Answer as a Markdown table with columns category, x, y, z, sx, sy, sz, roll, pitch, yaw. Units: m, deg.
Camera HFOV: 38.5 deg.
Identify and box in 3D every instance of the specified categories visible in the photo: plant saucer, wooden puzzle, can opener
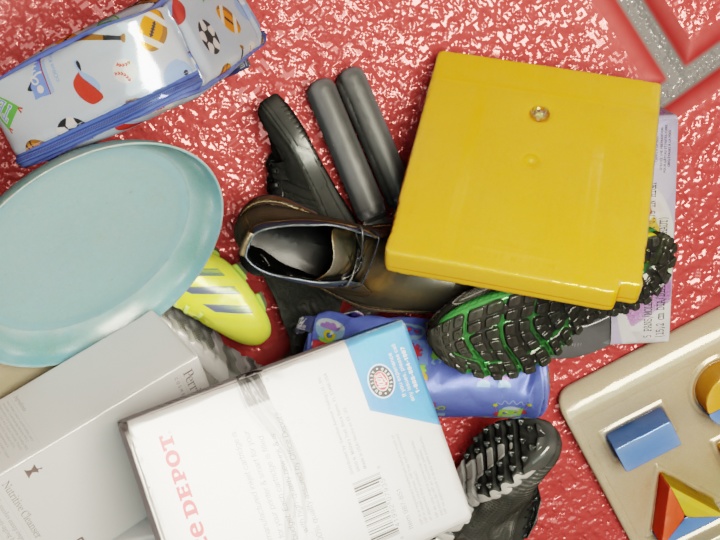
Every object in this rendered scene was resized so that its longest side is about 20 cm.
| category | x | y | z | sx | sy | sz | roll | pitch | yaw |
| --- | --- | --- | --- | --- | --- | --- | --- | --- | --- |
| plant saucer | -0.187 | -0.014 | 0.711 | 0.200 | 0.200 | 0.027 | -49 | 61 | 11 |
| wooden puzzle | 0.297 | 0.154 | 0.907 | 0.185 | 0.046 | 0.201 | -28 | 105 | 7 |
| can opener | 0.012 | -0.061 | 0.832 | 0.053 | 0.067 | 0.201 | -24 | 93 | -14 |

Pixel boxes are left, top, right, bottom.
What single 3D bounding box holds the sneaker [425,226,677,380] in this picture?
| category | x | y | z | sx | sy | sz | roll | pitch | yaw |
| --- | --- | --- | --- | --- | --- | --- | --- | --- | --- |
| sneaker | 0.135 | 0.014 | 0.774 | 0.199 | 0.085 | 0.078 | -23 | 128 | -18 |

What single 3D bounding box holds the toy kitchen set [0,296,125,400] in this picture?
| category | x | y | z | sx | sy | sz | roll | pitch | yaw |
| --- | --- | --- | --- | --- | --- | --- | --- | --- | --- |
| toy kitchen set | -0.299 | 0.049 | 0.822 | 0.163 | 0.180 | 0.201 | -35 | 126 | -26 |

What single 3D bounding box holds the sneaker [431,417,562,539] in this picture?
| category | x | y | z | sx | sy | sz | roll | pitch | yaw |
| --- | --- | --- | --- | --- | --- | --- | --- | --- | --- |
| sneaker | 0.124 | 0.187 | 0.878 | 0.090 | 0.067 | 0.200 | 19 | 136 | -19 |

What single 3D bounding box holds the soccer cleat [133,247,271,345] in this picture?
| category | x | y | z | sx | sy | sz | roll | pitch | yaw |
| --- | --- | --- | --- | --- | --- | --- | --- | --- | --- |
| soccer cleat | -0.159 | 0.000 | 0.821 | 0.200 | 0.084 | 0.065 | 43 | 145 | -8 |

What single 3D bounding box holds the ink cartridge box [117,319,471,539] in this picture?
| category | x | y | z | sx | sy | sz | roll | pitch | yaw |
| --- | --- | --- | --- | --- | --- | --- | --- | --- | --- |
| ink cartridge box | -0.047 | 0.136 | 0.701 | 0.199 | 0.084 | 0.146 | -19 | 90 | -19 |

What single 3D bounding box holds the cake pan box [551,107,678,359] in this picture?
| category | x | y | z | sx | sy | sz | roll | pitch | yaw |
| --- | --- | --- | --- | --- | --- | --- | --- | --- | --- |
| cake pan box | 0.162 | -0.028 | 0.847 | 0.183 | 0.052 | 0.201 | -1 | 107 | 1 |

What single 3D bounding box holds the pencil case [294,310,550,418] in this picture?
| category | x | y | z | sx | sy | sz | roll | pitch | yaw |
| --- | --- | --- | --- | --- | --- | --- | --- | --- | --- |
| pencil case | 0.049 | 0.073 | 0.812 | 0.199 | 0.087 | 0.078 | 2 | 150 | 0 |

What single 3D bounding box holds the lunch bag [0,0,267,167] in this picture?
| category | x | y | z | sx | sy | sz | roll | pitch | yaw |
| --- | --- | --- | --- | --- | --- | --- | --- | --- | --- |
| lunch bag | -0.161 | -0.142 | 0.724 | 0.160 | 0.200 | 0.076 | -21 | 105 | 23 |

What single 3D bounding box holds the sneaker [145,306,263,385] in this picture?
| category | x | y | z | sx | sy | sz | roll | pitch | yaw |
| --- | --- | --- | --- | --- | --- | --- | --- | --- | --- |
| sneaker | -0.146 | 0.085 | 0.856 | 0.200 | 0.075 | 0.082 | 43 | 100 | -13 |

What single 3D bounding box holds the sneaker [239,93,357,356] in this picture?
| category | x | y | z | sx | sy | sz | roll | pitch | yaw |
| --- | --- | --- | --- | --- | --- | --- | --- | --- | --- |
| sneaker | -0.058 | -0.032 | 0.832 | 0.104 | 0.060 | 0.200 | -29 | 110 | 3 |

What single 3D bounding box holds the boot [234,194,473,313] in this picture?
| category | x | y | z | sx | sy | sz | roll | pitch | yaw |
| --- | --- | --- | --- | --- | --- | --- | --- | --- | --- |
| boot | 0.000 | 0.000 | 0.758 | 0.199 | 0.097 | 0.075 | 14 | 102 | -3 |

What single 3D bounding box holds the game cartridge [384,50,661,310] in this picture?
| category | x | y | z | sx | sy | sz | roll | pitch | yaw |
| --- | --- | --- | --- | --- | --- | --- | --- | --- | --- |
| game cartridge | 0.122 | -0.070 | 0.750 | 0.175 | 0.201 | 0.032 | 11 | 148 | 9 |

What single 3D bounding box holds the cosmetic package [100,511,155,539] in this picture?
| category | x | y | z | sx | sy | sz | roll | pitch | yaw |
| --- | --- | --- | --- | --- | --- | --- | --- | --- | --- |
| cosmetic package | -0.115 | 0.233 | 0.850 | 0.198 | 0.123 | 0.201 | -13 | 127 | 2 |

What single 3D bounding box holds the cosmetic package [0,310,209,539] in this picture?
| category | x | y | z | sx | sy | sz | roll | pitch | yaw |
| --- | --- | --- | --- | --- | --- | --- | --- | --- | --- |
| cosmetic package | -0.202 | 0.133 | 0.749 | 0.200 | 0.081 | 0.113 | -32 | 130 | -19 |
